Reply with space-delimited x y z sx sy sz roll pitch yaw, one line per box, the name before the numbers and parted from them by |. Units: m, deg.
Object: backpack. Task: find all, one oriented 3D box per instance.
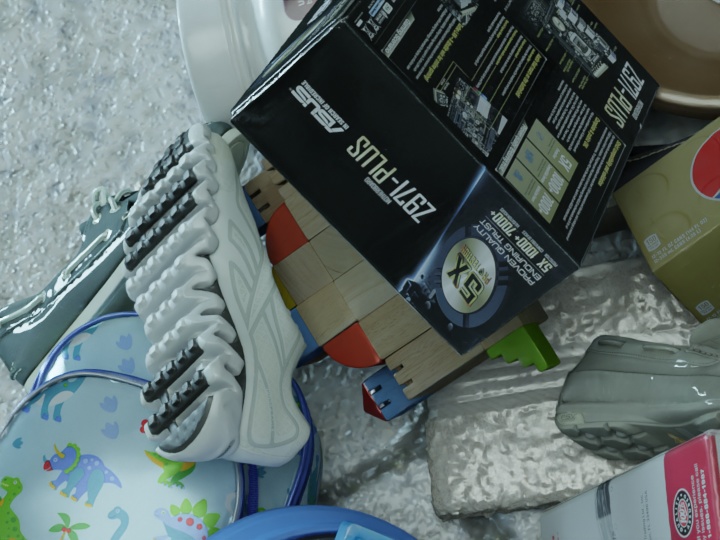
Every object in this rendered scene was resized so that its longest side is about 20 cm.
backpack | -0.116 0.125 1.267 0.183 0.147 0.200 21 75 11

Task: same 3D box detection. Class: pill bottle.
pill bottle | 0.005 -0.140 1.328 0.199 0.114 0.114 -12 74 7

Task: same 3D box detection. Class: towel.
towel | 0.130 0.064 1.293 0.199 0.034 0.133 -8 74 9

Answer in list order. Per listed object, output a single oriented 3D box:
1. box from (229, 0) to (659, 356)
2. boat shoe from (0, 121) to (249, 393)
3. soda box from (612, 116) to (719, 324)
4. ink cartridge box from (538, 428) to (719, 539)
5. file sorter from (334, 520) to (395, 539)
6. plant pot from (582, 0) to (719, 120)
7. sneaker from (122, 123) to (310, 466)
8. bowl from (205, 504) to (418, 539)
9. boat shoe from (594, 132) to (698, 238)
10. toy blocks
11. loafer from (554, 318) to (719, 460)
box | 0.048 -0.084 1.171 0.164 0.200 0.086 45 124 -10
boat shoe | -0.140 -0.015 1.325 0.062 0.073 0.200 44 108 12
soda box | 0.235 -0.061 1.219 0.200 0.064 0.068 -36 41 15
ink cartridge box | 0.170 0.171 1.169 0.083 0.200 0.146 0 73 -19
file sorter | 0.036 0.242 1.123 0.139 0.123 0.200 24 82 -20
plant pot | 0.202 -0.170 1.307 0.200 0.093 0.201 -3 74 9
sneaker | -0.072 0.015 1.222 0.075 0.081 0.200 -39 47 39
bowl | -0.022 0.219 1.186 0.200 0.039 0.201 0 91 -21
boat shoe | 0.124 -0.052 1.305 0.200 0.073 0.063 -20 76 10
toy blocks | 0.000 0.000 1.258 0.137 0.100 0.200 -35 82 19
loafer | 0.183 0.056 1.194 0.200 0.070 0.070 -3 62 45
